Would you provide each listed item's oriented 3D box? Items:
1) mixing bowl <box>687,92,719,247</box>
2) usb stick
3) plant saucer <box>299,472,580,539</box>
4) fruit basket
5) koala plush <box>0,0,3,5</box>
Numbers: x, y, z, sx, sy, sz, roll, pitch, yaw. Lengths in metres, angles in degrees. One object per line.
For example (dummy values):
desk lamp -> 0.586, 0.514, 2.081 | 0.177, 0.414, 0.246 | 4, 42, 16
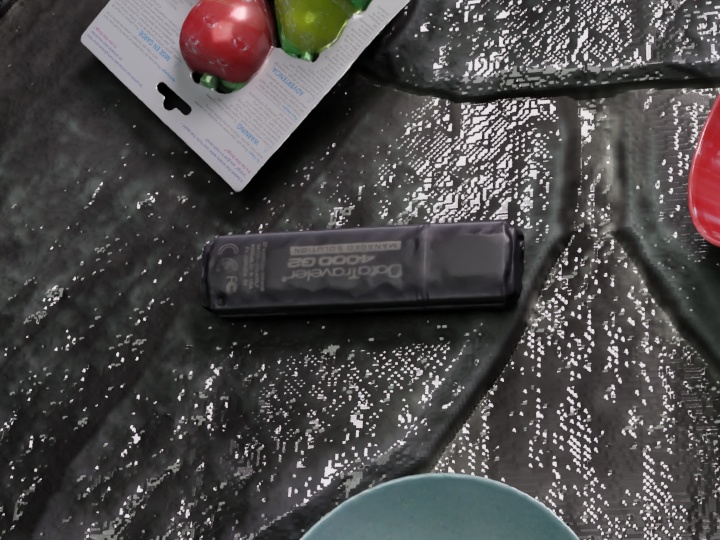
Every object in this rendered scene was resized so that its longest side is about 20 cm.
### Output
mixing bowl -> 0.281, -0.071, 0.911 | 0.200, 0.108, 0.200 | -49, 20, 25
usb stick -> 0.000, 0.000, 1.030 | 0.199, 0.033, 0.056 | -3, 71, 16
plant saucer -> 0.040, 0.209, 0.911 | 0.200, 0.039, 0.202 | -7, 63, 13
fruit basket -> -0.065, -0.175, 1.118 | 0.185, 0.094, 0.200 | 42, 98, 30
koala plush -> -0.355, -0.231, 1.155 | 0.183, 0.200, 0.178 | -12, 61, 11
